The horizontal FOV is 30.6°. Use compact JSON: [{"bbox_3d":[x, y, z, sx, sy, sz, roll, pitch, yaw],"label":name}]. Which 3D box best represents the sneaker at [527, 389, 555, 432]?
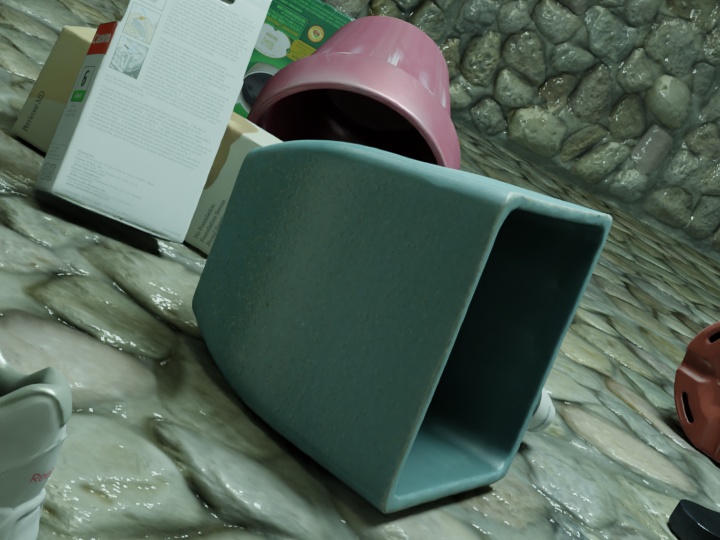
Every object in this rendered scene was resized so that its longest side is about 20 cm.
[{"bbox_3d":[0.075,0.070,1.056,0.200,0.075,0.087,43,1,36],"label":"sneaker"}]

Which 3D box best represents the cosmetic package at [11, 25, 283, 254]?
[{"bbox_3d":[-0.170,-0.107,1.076,0.200,0.105,0.071,30,11,8],"label":"cosmetic package"}]

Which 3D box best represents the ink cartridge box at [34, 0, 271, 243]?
[{"bbox_3d":[-0.153,-0.132,0.983,0.109,0.200,0.050,23,-5,-29],"label":"ink cartridge box"}]

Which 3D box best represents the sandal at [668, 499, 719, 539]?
[{"bbox_3d":[0.339,0.226,1.059,0.200,0.043,0.076,23,14,-26],"label":"sandal"}]

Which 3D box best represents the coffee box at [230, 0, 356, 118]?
[{"bbox_3d":[-0.103,-0.194,1.340,0.123,0.200,0.044,30,7,7],"label":"coffee box"}]

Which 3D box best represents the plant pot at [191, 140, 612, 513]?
[{"bbox_3d":[0.010,0.013,0.848,0.200,0.197,0.196,25,10,26],"label":"plant pot"}]

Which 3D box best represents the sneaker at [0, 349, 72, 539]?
[{"bbox_3d":[-0.197,0.025,0.518,0.200,0.099,0.078,30,13,0],"label":"sneaker"}]

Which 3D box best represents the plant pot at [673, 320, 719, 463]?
[{"bbox_3d":[0.441,0.129,1.365,0.195,0.201,0.201,6,25,-41],"label":"plant pot"}]

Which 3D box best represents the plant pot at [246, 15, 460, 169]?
[{"bbox_3d":[0.005,-0.138,1.227,0.200,0.200,0.179,28,42,-7],"label":"plant pot"}]
